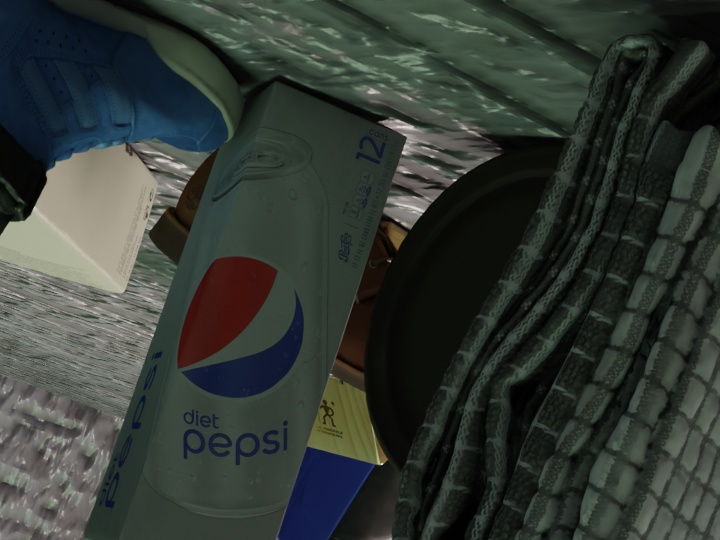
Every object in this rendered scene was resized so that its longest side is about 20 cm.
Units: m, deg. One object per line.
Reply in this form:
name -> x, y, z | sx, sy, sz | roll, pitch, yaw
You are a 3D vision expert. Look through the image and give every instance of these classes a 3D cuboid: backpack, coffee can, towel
backpack -> 0.047, 0.150, 1.549 | 0.200, 0.163, 0.168 | 24, -163, -34
coffee can -> 0.120, 0.052, 0.877 | 0.146, 0.147, 0.200 | 8, 166, 45
towel -> 0.100, 0.035, 0.679 | 0.085, 0.201, 0.165 | 19, 173, 35

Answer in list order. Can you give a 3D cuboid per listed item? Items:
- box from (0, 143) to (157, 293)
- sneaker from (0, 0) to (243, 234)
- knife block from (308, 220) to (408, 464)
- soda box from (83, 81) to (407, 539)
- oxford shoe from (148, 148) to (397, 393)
box -> -0.163, -0.048, 1.056 | 0.082, 0.069, 0.200 | 16, 170, 8
sneaker -> -0.126, -0.056, 0.816 | 0.077, 0.112, 0.200 | 11, 169, 33
knife block -> 0.000, 0.000, 1.106 | 0.064, 0.176, 0.200 | 12, -146, 34
soda box -> -0.048, 0.028, 0.881 | 0.063, 0.201, 0.068 | 22, 169, -17
oxford shoe -> -0.003, 0.008, 0.958 | 0.200, 0.071, 0.071 | 35, -172, 17
